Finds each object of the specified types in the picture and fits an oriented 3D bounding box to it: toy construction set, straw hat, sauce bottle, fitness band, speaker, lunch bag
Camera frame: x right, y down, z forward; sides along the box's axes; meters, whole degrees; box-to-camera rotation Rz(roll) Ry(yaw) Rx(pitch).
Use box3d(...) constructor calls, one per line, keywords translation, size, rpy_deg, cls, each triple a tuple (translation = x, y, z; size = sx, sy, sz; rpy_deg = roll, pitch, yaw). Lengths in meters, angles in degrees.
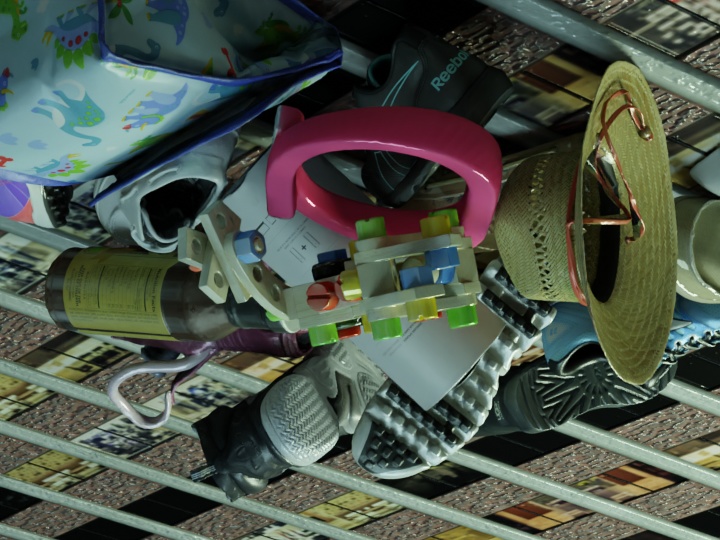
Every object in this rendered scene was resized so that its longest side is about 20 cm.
box3d(translation=(-0.011, 0.006, 1.548), size=(0.200, 0.092, 0.131), rpy_deg=(5, -173, 31), cls="toy construction set")
box3d(translation=(0.131, -0.028, 1.580), size=(0.085, 0.201, 0.201), rpy_deg=(-2, 154, 24), cls="straw hat")
box3d(translation=(-0.127, 0.018, 1.765), size=(0.200, 0.065, 0.065), rpy_deg=(4, 158, 32), cls="sauce bottle")
box3d(translation=(0.014, -0.055, 1.555), size=(0.143, 0.038, 0.200), rpy_deg=(10, 162, 1), cls="fitness band")
box3d(translation=(0.000, 0.000, 1.685), size=(0.200, 0.081, 0.081), rpy_deg=(42, 149, 0), cls="speaker")
box3d(translation=(-0.135, -0.121, 1.530), size=(0.170, 0.128, 0.200), rpy_deg=(-24, 157, 39), cls="lunch bag")

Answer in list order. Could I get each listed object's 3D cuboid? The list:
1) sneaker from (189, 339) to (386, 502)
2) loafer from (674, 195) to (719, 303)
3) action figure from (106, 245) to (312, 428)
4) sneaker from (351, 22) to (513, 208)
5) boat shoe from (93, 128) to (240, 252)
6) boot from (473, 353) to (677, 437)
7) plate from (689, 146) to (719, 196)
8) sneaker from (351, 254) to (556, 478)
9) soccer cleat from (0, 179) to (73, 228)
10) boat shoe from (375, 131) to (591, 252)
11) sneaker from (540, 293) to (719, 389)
box3d(translation=(-0.056, 0.108, 1.845), size=(0.114, 0.076, 0.200), rpy_deg=(-27, 180, 23), cls="sneaker")
box3d(translation=(0.281, -0.008, 1.730), size=(0.200, 0.076, 0.068), rpy_deg=(14, 165, -40), cls="loafer")
box3d(translation=(-0.092, 0.032, 1.821), size=(0.200, 0.149, 0.134), rpy_deg=(5, 153, 35), cls="action figure")
box3d(translation=(0.034, -0.103, 1.609), size=(0.079, 0.075, 0.200), rpy_deg=(39, 156, -3), cls="sneaker")
box3d(translation=(-0.133, -0.050, 1.728), size=(0.072, 0.069, 0.200), rpy_deg=(17, 153, -24), cls="boat shoe")
box3d(translation=(0.126, 0.092, 1.971), size=(0.165, 0.066, 0.200), rpy_deg=(-14, 177, -33), cls="boot")
box3d(translation=(0.347, -0.065, 1.648), size=(0.200, 0.032, 0.200), rpy_deg=(14, 153, -20), cls="plate")
box3d(translation=(0.064, 0.074, 1.833), size=(0.075, 0.200, 0.081), rpy_deg=(46, 160, -7), cls="sneaker")
box3d(translation=(-0.244, -0.086, 1.682), size=(0.073, 0.068, 0.200), rpy_deg=(6, 158, 8), cls="soccer cleat")
box3d(translation=(0.090, -0.051, 1.709), size=(0.200, 0.063, 0.073), rpy_deg=(-7, 168, 31), cls="boat shoe")
box3d(translation=(0.226, 0.048, 1.843), size=(0.200, 0.090, 0.078), rpy_deg=(-3, 153, 18), cls="sneaker")
